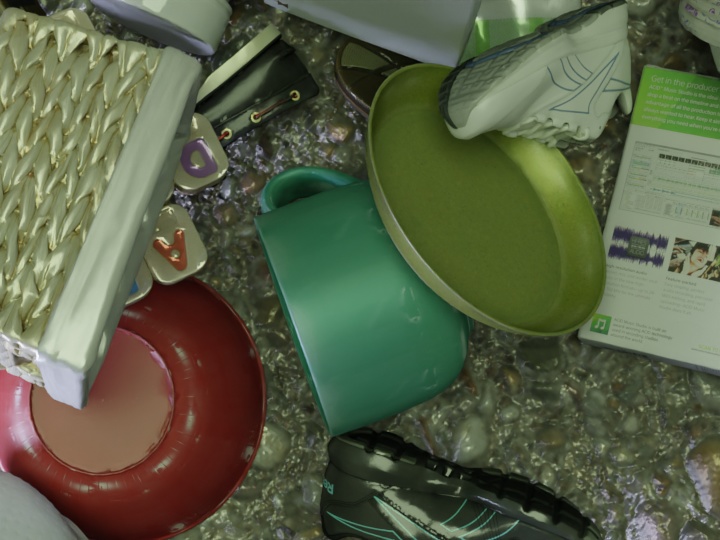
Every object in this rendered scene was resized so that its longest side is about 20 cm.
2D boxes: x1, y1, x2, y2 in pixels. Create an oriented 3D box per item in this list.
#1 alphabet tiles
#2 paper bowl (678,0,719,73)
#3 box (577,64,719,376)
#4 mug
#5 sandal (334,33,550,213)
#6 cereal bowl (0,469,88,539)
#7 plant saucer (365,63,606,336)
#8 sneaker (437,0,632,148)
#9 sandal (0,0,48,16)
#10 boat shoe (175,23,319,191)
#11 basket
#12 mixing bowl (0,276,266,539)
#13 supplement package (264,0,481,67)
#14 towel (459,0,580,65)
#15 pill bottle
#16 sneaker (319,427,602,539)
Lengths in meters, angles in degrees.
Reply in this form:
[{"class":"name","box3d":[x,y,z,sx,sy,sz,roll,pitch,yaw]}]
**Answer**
[{"class":"alphabet tiles","box3d":[-0.191,-0.066,0.991,0.199,0.015,0.197,-25,85,-16]},{"class":"paper bowl","box3d":[0.312,-0.171,1.015,0.198,0.201,0.105,3,114,0]},{"class":"box","box3d":[0.243,-0.032,1.055,0.143,0.036,0.202,13,86,22]},{"class":"mug","box3d":[0.002,0.003,1.014,0.113,0.152,0.187,-19,85,-4]},{"class":"sandal","box3d":[0.056,-0.081,1.069,0.200,0.055,0.082,42,66,2]},{"class":"cereal bowl","box3d":[-0.218,0.217,0.992,0.083,0.200,0.202,-21,84,-37]},{"class":"plant saucer","box3d":[0.076,-0.041,0.982,0.031,0.200,0.201,-38,85,39]},{"class":"sneaker","box3d":[0.128,-0.118,1.014,0.199,0.074,0.088,-28,104,-42]},{"class":"sandal","box3d":[-0.263,-0.192,1.080,0.054,0.080,0.201,-31,89,19]},{"class":"boat shoe","box3d":[-0.118,-0.084,1.062,0.201,0.074,0.063,-39,97,2]},{"class":"basket","box3d":[-0.185,-0.037,0.909,0.122,0.136,0.202,19,74,-5]},{"class":"mixing bowl","box3d":[-0.165,0.089,1.029,0.198,0.108,0.202,0,85,0]},{"class":"supplement package","box3d":[0.036,-0.269,0.983,0.146,0.191,0.202,20,79,2]},{"class":"towel","box3d":[0.085,-0.238,1.099,0.148,0.031,0.202,-2,85,1]},{"class":"pill bottle","box3d":[-0.105,-0.259,1.058,0.113,0.114,0.202,22,85,2]},{"class":"sneaker","box3d":[0.066,0.171,1.048,0.198,0.075,0.080,18,98,8]}]
